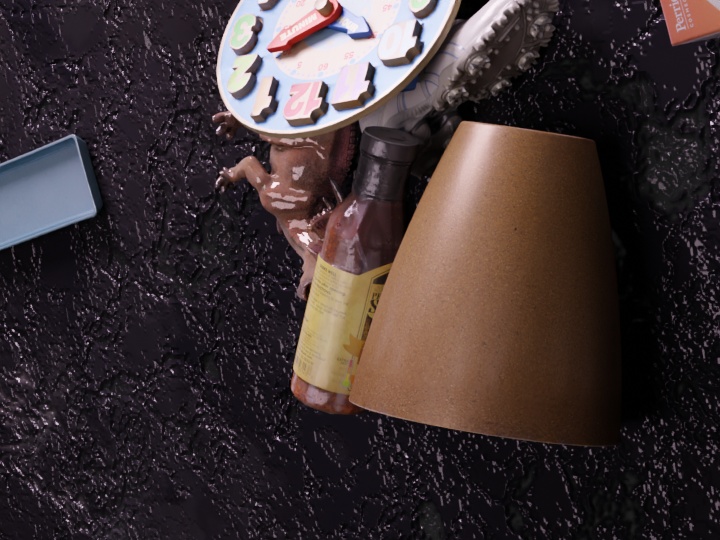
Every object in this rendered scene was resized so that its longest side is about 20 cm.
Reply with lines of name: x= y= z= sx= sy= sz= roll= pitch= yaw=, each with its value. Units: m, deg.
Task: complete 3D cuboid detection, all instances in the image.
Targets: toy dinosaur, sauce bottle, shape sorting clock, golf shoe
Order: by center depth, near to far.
sauce bottle: x=0.000 y=0.000 z=1.713 sx=0.066 sy=0.066 sz=0.201 roll=27 pitch=114 yaw=34
golf shoe: x=0.055 y=-0.150 z=1.714 sx=0.200 sy=0.078 sz=0.097 roll=-46 pitch=64 yaw=37
shape sorting clock: x=-0.017 y=-0.177 z=1.720 sx=0.200 sy=0.039 sz=0.200 roll=-19 pitch=52 yaw=26
toy dinosaur: x=-0.031 y=-0.081 z=1.801 sx=0.135 sy=0.086 sz=0.201 roll=7 pitch=101 yaw=41

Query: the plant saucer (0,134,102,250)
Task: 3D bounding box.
plant saucer: x=-0.289 y=-0.058 z=2.079 sx=0.200 sy=0.019 sz=0.070 roll=-17 pitch=88 yaw=42

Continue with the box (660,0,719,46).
box: x=0.276 y=-0.223 z=1.480 sx=0.200 sy=0.097 sz=0.125 roll=-16 pitch=90 yaw=43

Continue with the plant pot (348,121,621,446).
plant pot: x=0.097 y=0.004 z=1.658 sx=0.186 sy=0.186 sz=0.201 roll=10 pitch=94 yaw=40
